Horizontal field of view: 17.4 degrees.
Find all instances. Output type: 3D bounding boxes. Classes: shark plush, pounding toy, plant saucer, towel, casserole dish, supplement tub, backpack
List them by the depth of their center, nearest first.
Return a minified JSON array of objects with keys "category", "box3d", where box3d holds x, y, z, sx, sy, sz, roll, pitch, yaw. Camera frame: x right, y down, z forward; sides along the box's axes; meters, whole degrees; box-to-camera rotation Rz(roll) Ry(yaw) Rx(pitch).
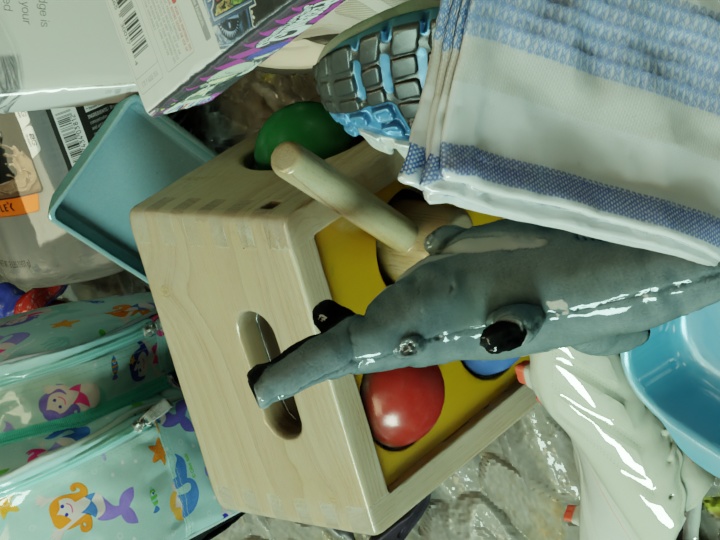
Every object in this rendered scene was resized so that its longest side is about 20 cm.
[{"category":"towel","box3d":[0.097,-0.108,0.844,0.024,0.147,0.201,13,90,59]},{"category":"shark plush","box3d":[0.052,0.007,0.947,0.083,0.199,0.091,-130,38,-67]},{"category":"casserole dish","box3d":[0.176,0.004,0.978,0.121,0.039,0.200,32,134,25]},{"category":"pounding toy","box3d":[0.000,0.000,1.063,0.142,0.184,0.201,4,118,42]},{"category":"plant saucer","box3d":[-0.065,-0.012,1.130,0.200,0.070,0.019,36,180,-41]},{"category":"backpack","box3d":[-0.157,0.100,1.154,0.177,0.200,0.151,-10,108,36]},{"category":"supplement tub","box3d":[-0.159,-0.102,1.194,0.122,0.122,0.201,-1,114,44]}]

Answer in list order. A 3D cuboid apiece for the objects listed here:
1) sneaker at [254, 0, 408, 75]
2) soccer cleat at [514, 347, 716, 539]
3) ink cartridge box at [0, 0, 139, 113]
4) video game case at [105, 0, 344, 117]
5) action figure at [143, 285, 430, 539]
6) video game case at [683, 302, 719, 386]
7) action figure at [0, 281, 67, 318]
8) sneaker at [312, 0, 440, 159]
[{"category":"sneaker","box3d":[-0.008,-0.147,1.036,0.200,0.076,0.116,11,141,33]},{"category":"soccer cleat","box3d":[0.126,0.073,1.088,0.077,0.069,0.200,9,129,34]},{"category":"ink cartridge box","box3d":[-0.183,-0.144,1.074,0.083,0.199,0.147,163,102,-81]},{"category":"video game case","box3d":[-0.059,-0.178,0.836,0.181,0.036,0.201,-29,79,56]},{"category":"action figure","box3d":[-0.052,0.069,1.249,0.200,0.069,0.130,36,143,26]},{"category":"video game case","box3d":[0.199,-0.018,0.987,0.182,0.022,0.200,-13,106,47]},{"category":"action figure","box3d":[-0.169,0.017,1.336,0.200,0.099,0.065,14,131,64]},{"category":"sneaker","box3d":[0.078,-0.104,0.953,0.199,0.087,0.075,-12,132,9]}]
